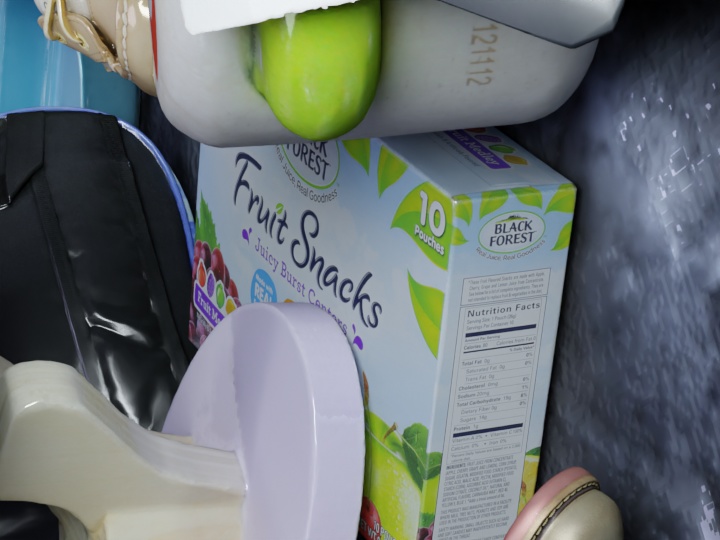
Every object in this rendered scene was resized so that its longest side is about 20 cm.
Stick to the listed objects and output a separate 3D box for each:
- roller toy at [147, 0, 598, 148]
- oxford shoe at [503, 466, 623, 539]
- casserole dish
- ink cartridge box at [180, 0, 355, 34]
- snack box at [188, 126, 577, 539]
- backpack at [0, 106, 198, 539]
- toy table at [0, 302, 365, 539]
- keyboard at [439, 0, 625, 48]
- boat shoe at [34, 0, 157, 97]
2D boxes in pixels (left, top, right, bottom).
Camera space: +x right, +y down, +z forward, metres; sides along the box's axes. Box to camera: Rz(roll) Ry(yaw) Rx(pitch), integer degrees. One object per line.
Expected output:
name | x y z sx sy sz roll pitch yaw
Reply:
roller toy | 0.004 -0.134 0.688 0.182 0.139 0.202 146 119 -83
oxford shoe | 0.069 0.160 0.758 0.074 0.070 0.201 21 118 32
casserole dish | -0.143 -0.054 1.141 0.121 0.039 0.201 47 136 50
ink cartridge box | 0.045 -0.153 0.584 0.057 0.199 0.164 2 -102 -71
snack box | 0.000 0.000 0.848 0.200 0.053 0.143 41 130 54
backpack | -0.150 0.044 1.018 0.147 0.182 0.201 112 148 -68
toy table | -0.087 0.094 0.839 0.184 0.116 0.201 -120 38 -46
keyboard | -0.017 -0.134 0.556 0.040 0.199 0.105 1 -69 -76
boat shoe | -0.095 -0.109 0.924 0.200 0.069 0.074 -111 27 -75
